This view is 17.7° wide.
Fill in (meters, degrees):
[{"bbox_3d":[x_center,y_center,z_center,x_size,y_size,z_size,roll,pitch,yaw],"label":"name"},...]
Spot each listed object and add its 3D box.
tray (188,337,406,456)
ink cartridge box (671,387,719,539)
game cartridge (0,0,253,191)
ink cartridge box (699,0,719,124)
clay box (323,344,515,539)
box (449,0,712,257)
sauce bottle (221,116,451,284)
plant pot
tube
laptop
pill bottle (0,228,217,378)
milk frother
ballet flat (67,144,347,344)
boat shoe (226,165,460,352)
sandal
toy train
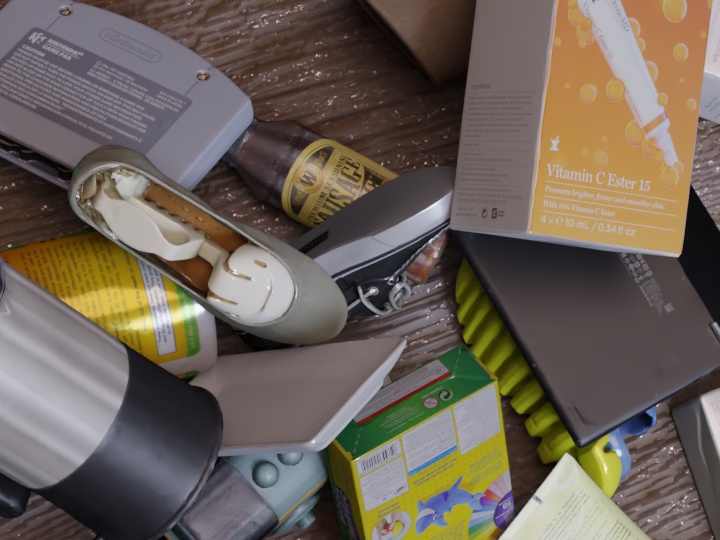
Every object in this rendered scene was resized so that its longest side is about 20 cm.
[{"bbox_3d":[-0.060,0.089,1.480,0.107,0.200,0.022,-45,113,-35],"label":"tray"},{"bbox_3d":[0.337,0.119,1.637,0.200,0.067,0.116,-15,80,-14],"label":"ink cartridge box"},{"bbox_3d":[-0.180,-0.115,1.570,0.200,0.041,0.133,27,60,20],"label":"game cartridge"},{"bbox_3d":[0.332,-0.167,1.699,0.200,0.085,0.146,20,74,-7],"label":"ink cartridge box"},{"bbox_3d":[0.043,0.154,1.533,0.115,0.200,0.048,-27,47,-18],"label":"clay box"},{"bbox_3d":[0.144,-0.116,1.493,0.124,0.097,0.201,7,90,-30],"label":"box"},{"bbox_3d":[-0.030,-0.061,1.614,0.200,0.066,0.066,26,73,-3],"label":"sauce bottle"},{"bbox_3d":[0.082,-0.228,1.624,0.175,0.200,0.200,-41,87,0],"label":"plant pot"},{"bbox_3d":[0.189,0.213,1.573,0.200,0.052,0.058,39,42,-14],"label":"tube"},{"bbox_3d":[0.180,0.002,1.621,0.200,0.116,0.188,-29,83,-10],"label":"laptop"},{"bbox_3d":[-0.204,0.035,1.533,0.200,0.111,0.111,-13,79,-14],"label":"pill bottle"},{"bbox_3d":[-0.205,0.125,1.399,0.180,0.200,0.188,-40,124,21],"label":"milk frother"},{"bbox_3d":[-0.100,-0.007,1.467,0.200,0.064,0.067,33,107,-2],"label":"ballet flat"},{"bbox_3d":[0.000,0.002,1.562,0.199,0.074,0.068,-33,113,16],"label":"boat shoe"},{"bbox_3d":[0.139,0.063,1.617,0.087,0.079,0.200,-27,85,-33],"label":"sandal"},{"bbox_3d":[-0.057,0.134,1.535,0.200,0.114,0.085,-40,87,-17],"label":"toy train"}]
